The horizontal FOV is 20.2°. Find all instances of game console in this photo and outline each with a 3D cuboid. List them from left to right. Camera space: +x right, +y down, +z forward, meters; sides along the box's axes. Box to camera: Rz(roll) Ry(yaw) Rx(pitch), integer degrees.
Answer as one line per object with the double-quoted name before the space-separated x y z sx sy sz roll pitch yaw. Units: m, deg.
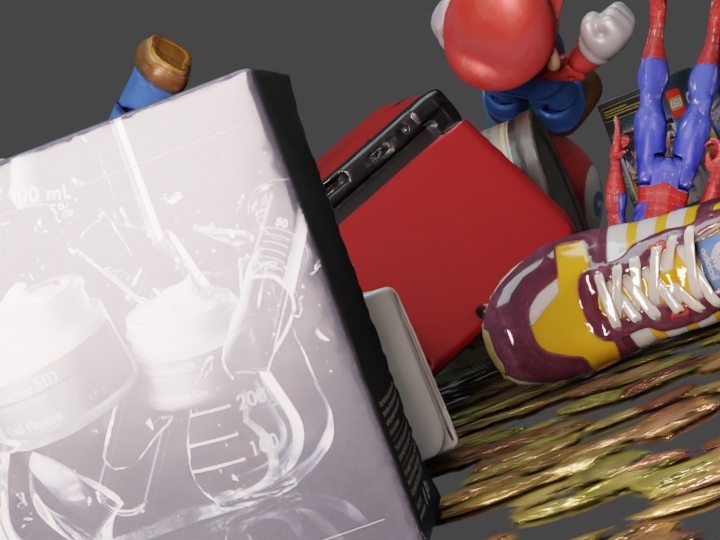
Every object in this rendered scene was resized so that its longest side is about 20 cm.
"game console" 0.000 0.000 1.197 0.200 0.119 0.172 -41 10 -12

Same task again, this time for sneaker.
"sneaker" 0.157 0.002 1.057 0.199 0.075 0.090 -23 0 -25

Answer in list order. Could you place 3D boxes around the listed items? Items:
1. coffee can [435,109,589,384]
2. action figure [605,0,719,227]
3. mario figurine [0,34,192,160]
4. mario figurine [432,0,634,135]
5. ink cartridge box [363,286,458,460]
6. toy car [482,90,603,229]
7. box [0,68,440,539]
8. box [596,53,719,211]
"coffee can" 0.043 0.000 1.297 0.199 0.147 0.146 -20 1 12
"action figure" 0.174 -0.063 1.146 0.065 0.201 0.052 7 -4 6
"mario figurine" -0.144 -0.037 1.156 0.200 0.124 0.106 -49 -35 17
"mario figurine" 0.112 -0.159 1.323 0.123 0.106 0.200 -22 -16 6
"ink cartridge box" -0.047 0.072 1.001 0.144 0.085 0.200 -22 1 -8
"toy car" 0.117 -0.015 1.436 0.176 0.185 0.200 -20 30 -14
"box" -0.094 0.043 0.758 0.199 0.183 0.104 -21 1 7
"box" 0.226 -0.061 1.242 0.038 0.137 0.200 -20 1 -20
